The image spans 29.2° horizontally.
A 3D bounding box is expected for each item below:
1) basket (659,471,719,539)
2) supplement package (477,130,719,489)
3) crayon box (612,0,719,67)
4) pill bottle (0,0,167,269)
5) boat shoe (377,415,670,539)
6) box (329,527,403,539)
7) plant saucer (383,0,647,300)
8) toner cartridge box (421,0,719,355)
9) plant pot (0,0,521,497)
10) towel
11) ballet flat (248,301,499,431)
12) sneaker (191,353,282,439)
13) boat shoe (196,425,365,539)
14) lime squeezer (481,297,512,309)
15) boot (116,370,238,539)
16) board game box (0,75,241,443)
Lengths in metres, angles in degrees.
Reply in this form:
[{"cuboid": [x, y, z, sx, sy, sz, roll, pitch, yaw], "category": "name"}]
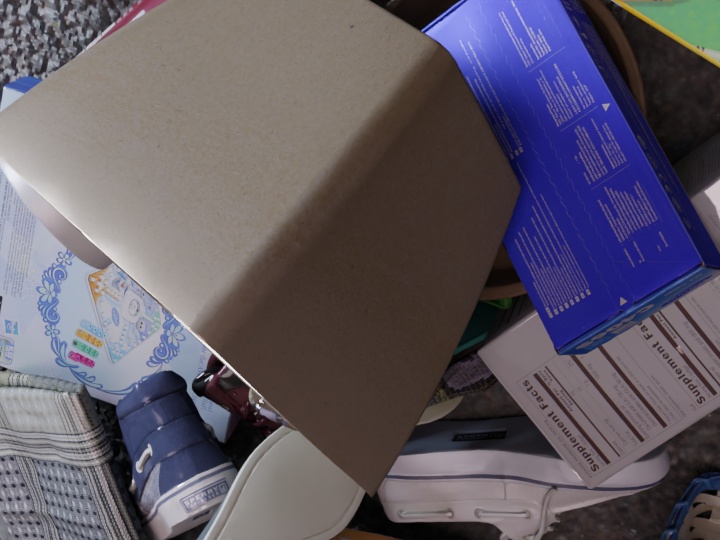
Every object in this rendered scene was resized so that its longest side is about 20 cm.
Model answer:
[{"cuboid": [0.247, 0.187, 0.829, 0.138, 0.177, 0.201, 22, 125, 10], "category": "basket"}, {"cuboid": [0.184, 0.015, 0.817, 0.200, 0.114, 0.110, -38, 96, 25], "category": "supplement package"}, {"cuboid": [0.208, -0.147, 0.749, 0.199, 0.119, 0.059, 32, 114, 1], "category": "crayon box"}, {"cuboid": [-0.111, -0.102, 0.822, 0.200, 0.114, 0.114, -41, 96, 3], "category": "pill bottle"}, {"cuboid": [0.104, 0.149, 0.908, 0.200, 0.075, 0.087, -4, 108, 19], "category": "boat shoe"}, {"cuboid": [0.034, 0.263, 0.887, 0.198, 0.153, 0.107, 15, 116, -23], "category": "box"}, {"cuboid": [0.076, -0.084, 0.822, 0.198, 0.029, 0.202, 0, 90, 28], "category": "plant saucer"}, {"cuboid": [0.108, -0.064, 0.757, 0.095, 0.043, 0.201, -33, 71, 27], "category": "toner cartridge box"}, {"cuboid": [-0.034, -0.039, 0.709, 0.177, 0.200, 0.199, -48, 55, -7], "category": "plant pot"}, {"cuboid": [-0.219, 0.163, 0.973, 0.199, 0.034, 0.194, 0, 113, 49], "category": "towel"}, {"cuboid": [0.017, 0.075, 0.852, 0.072, 0.199, 0.073, 24, 122, 45], "category": "ballet flat"}, {"cuboid": [-0.061, 0.106, 0.918, 0.114, 0.076, 0.202, 7, 104, -18], "category": "sneaker"}, {"cuboid": [-0.064, 0.162, 0.836, 0.073, 0.200, 0.062, 42, 143, -5], "category": "boat shoe"}, {"cuboid": [0.000, 0.000, 0.876, 0.198, 0.071, 0.038, 2, 96, 12], "category": "lime squeezer"}, {"cuboid": [-0.125, 0.126, 0.930, 0.072, 0.200, 0.091, -23, 80, -21], "category": "boot"}, {"cuboid": [-0.158, -0.006, 0.938, 0.197, 0.043, 0.202, 18, 113, 7], "category": "board game box"}]
